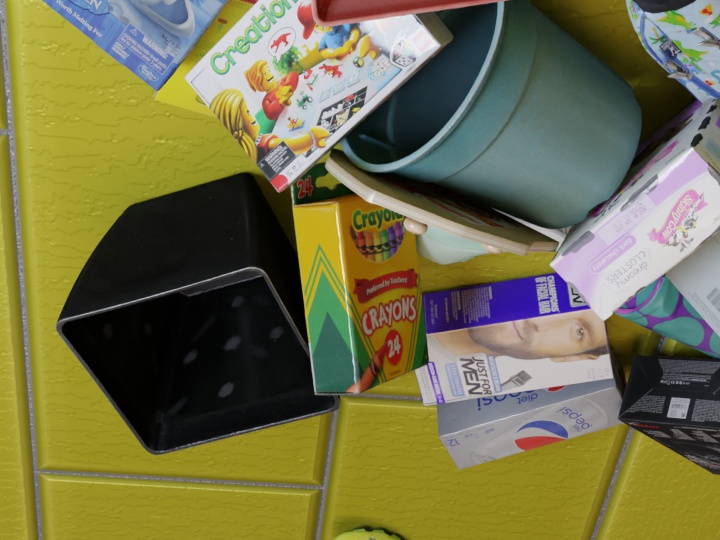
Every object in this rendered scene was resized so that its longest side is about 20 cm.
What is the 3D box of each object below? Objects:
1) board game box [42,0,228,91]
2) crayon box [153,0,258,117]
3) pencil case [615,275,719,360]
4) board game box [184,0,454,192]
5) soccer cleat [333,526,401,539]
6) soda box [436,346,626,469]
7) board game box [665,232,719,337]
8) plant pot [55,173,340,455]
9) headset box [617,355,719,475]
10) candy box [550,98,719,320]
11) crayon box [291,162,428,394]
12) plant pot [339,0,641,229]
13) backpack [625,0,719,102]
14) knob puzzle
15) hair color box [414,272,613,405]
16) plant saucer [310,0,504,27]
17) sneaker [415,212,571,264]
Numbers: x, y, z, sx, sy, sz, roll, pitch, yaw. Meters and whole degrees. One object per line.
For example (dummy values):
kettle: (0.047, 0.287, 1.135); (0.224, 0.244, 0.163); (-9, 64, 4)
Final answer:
board game box: (-0.182, -0.274, 1.192); (0.200, 0.043, 0.199); (38, 124, -8)
crayon box: (-0.088, -0.213, 1.287); (0.127, 0.051, 0.200); (17, 131, -16)
pencil case: (0.346, 0.035, 1.509); (0.200, 0.085, 0.092); (24, 85, -23)
board game box: (-0.037, -0.171, 1.229); (0.200, 0.035, 0.126); (-40, 90, 32)
soccer cleat: (0.045, 0.376, 1.838); (0.065, 0.084, 0.200); (-34, 125, 28)
soda box: (0.183, 0.145, 1.626); (0.200, 0.068, 0.063); (-18, 132, 16)
board game box: (0.391, -0.012, 1.381); (0.200, 0.105, 0.103); (-16, 150, -44)
plant pot: (-0.144, 0.028, 1.433); (0.200, 0.177, 0.200); (-16, 132, 13)
headset box: (0.389, 0.159, 1.576); (0.200, 0.077, 0.149); (28, 162, -36)
candy box: (0.267, -0.068, 1.323); (0.072, 0.200, 0.168); (46, 122, -4)
crayon box: (0.000, 0.000, 1.366); (0.051, 0.127, 0.200); (-3, 98, 33)
plant pot: (0.117, -0.137, 1.279); (0.196, 0.200, 0.200); (26, 129, -33)
backpack: (0.285, -0.222, 1.223); (0.200, 0.163, 0.154); (21, 139, -28)
knob puzzle: (0.050, -0.049, 1.259); (0.220, 0.220, 0.030); (19, 102, -18)
hair color box: (0.151, 0.069, 1.556); (0.200, 0.065, 0.109); (-10, 133, 7)
plant saucer: (0.051, -0.290, 1.114); (0.199, 0.037, 0.200); (-9, 120, -6)
sneaker: (0.141, -0.045, 1.452); (0.200, 0.074, 0.118); (5, 161, -26)
